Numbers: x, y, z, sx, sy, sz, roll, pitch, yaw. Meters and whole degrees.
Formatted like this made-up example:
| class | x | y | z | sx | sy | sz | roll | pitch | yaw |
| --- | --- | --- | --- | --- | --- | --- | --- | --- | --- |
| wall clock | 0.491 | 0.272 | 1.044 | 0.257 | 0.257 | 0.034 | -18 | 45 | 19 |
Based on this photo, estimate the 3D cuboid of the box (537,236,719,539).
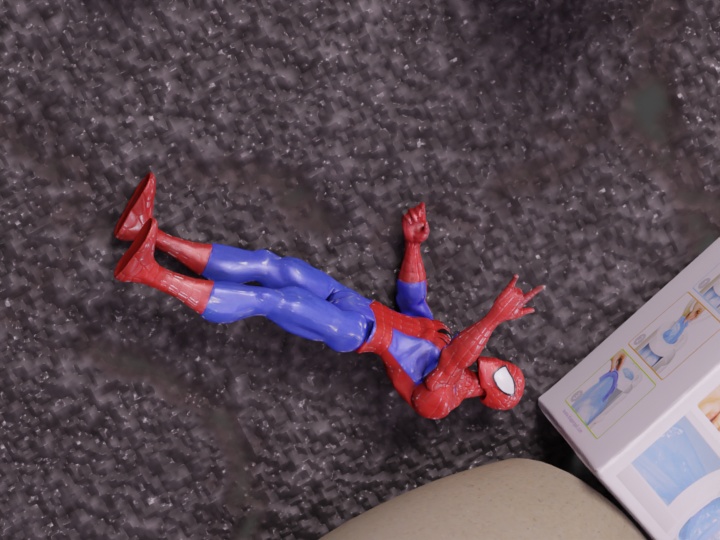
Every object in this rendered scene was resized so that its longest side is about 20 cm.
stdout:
| class | x | y | z | sx | sy | sz | roll | pitch | yaw |
| --- | --- | --- | --- | --- | --- | --- | --- | --- | --- |
| box | 0.200 | 0.046 | 1.363 | 0.200 | 0.101 | 0.113 | -42 | 111 | 2 |

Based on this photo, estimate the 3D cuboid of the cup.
| class | x | y | z | sx | sy | sz | roll | pitch | yaw |
| --- | --- | --- | --- | --- | --- | --- | --- | --- | --- |
| cup | 0.058 | 0.169 | 1.338 | 0.143 | 0.200 | 0.201 | -48 | 114 | -26 |

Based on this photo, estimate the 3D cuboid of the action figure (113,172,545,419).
| class | x | y | z | sx | sy | sz | roll | pitch | yaw |
| --- | --- | --- | --- | --- | --- | --- | --- | --- | --- |
| action figure | 0.000 | 0.000 | 1.318 | 0.199 | 0.065 | 0.099 | 27 | 116 | -19 |
